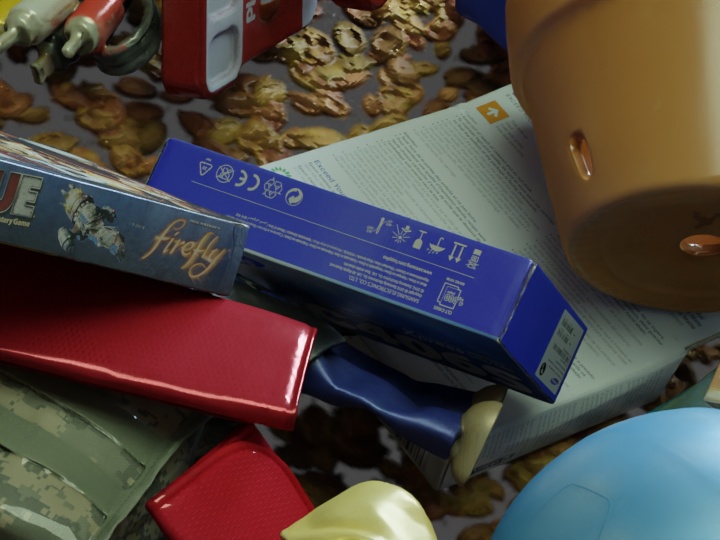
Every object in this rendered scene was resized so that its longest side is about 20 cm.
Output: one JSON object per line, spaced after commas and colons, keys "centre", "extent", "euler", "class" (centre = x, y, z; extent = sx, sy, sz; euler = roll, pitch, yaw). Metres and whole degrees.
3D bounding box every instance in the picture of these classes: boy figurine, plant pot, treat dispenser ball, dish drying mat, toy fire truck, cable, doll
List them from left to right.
{"centre": [-0.120, 0.023, 1.298], "extent": [0.199, 0.018, 0.077], "euler": [13, 38, 0], "class": "dish drying mat"}
{"centre": [-0.132, -0.165, 1.606], "extent": [0.097, 0.050, 0.200], "euler": [4, 43, 26], "class": "cable"}
{"centre": [-0.055, -0.204, 1.569], "extent": [0.112, 0.201, 0.168], "euler": [12, 25, 20], "class": "toy fire truck"}
{"centre": [-0.031, 0.035, 1.384], "extent": [0.200, 0.049, 0.136], "euler": [25, 10, 3], "class": "doll"}
{"centre": [-0.011, 0.163, 1.277], "extent": [0.200, 0.018, 0.077], "euler": [56, 43, -5], "class": "dish drying mat"}
{"centre": [0.021, 0.177, 1.208], "extent": [0.064, 0.124, 0.200], "euler": [-18, 70, -1], "class": "boy figurine"}
{"centre": [0.146, 0.159, 1.278], "extent": [0.200, 0.201, 0.201], "euler": [8, 45, -8], "class": "treat dispenser ball"}
{"centre": [0.169, -0.070, 1.475], "extent": [0.199, 0.200, 0.140], "euler": [8, 63, -9], "class": "plant pot"}

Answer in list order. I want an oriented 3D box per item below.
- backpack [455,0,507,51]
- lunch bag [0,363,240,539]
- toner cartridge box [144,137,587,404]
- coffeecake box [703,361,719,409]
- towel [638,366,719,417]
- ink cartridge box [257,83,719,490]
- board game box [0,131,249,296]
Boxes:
{"centre": [0.155, -0.192, 1.609], "extent": [0.162, 0.200, 0.168], "euler": [41, 41, 21], "class": "backpack"}
{"centre": [-0.150, 0.069, 1.343], "extent": [0.164, 0.118, 0.200], "euler": [28, 40, 8], "class": "lunch bag"}
{"centre": [0.000, 0.000, 1.404], "extent": [0.200, 0.095, 0.043], "euler": [19, 76, 26], "class": "toner cartridge box"}
{"centre": [0.263, 0.014, 1.403], "extent": [0.073, 0.153, 0.200], "euler": [9, 67, 45], "class": "coffeecake box"}
{"centre": [0.204, 0.138, 1.445], "extent": [0.146, 0.022, 0.200], "euler": [-26, 60, -34], "class": "towel"}
{"centre": [0.063, 0.002, 1.519], "extent": [0.200, 0.041, 0.200], "euler": [-20, 56, -32], "class": "ink cartridge box"}
{"centre": [-0.161, -0.039, 1.285], "extent": [0.135, 0.035, 0.200], "euler": [23, 5, 38], "class": "board game box"}
